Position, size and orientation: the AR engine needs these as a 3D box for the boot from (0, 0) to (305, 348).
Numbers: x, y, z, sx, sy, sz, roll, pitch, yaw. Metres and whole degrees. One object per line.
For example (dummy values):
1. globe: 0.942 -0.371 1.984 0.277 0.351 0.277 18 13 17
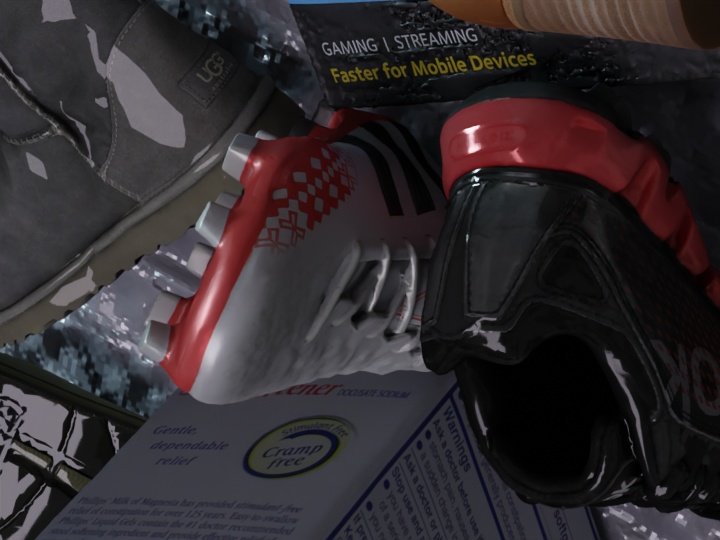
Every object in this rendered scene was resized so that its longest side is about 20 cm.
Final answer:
1. boot: -0.133 -0.083 0.842 0.200 0.073 0.182 43 129 -16

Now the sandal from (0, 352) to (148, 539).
1. sandal: -0.120 0.067 0.969 0.201 0.057 0.080 33 101 -6

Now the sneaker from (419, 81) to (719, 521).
1. sneaker: 0.084 0.039 0.739 0.071 0.098 0.200 -11 138 43

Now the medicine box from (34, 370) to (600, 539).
1. medicine box: -0.008 0.131 0.832 0.103 0.200 0.183 -1 121 35

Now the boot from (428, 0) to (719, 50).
1. boot: 0.015 -0.149 0.623 0.154 0.074 0.200 18 125 33

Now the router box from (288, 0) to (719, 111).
1. router box: 0.055 -0.123 0.697 0.200 0.051 0.149 -3 118 38

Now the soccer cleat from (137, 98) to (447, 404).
1. soccer cleat: 0.000 0.000 0.744 0.085 0.200 0.069 28 105 4
